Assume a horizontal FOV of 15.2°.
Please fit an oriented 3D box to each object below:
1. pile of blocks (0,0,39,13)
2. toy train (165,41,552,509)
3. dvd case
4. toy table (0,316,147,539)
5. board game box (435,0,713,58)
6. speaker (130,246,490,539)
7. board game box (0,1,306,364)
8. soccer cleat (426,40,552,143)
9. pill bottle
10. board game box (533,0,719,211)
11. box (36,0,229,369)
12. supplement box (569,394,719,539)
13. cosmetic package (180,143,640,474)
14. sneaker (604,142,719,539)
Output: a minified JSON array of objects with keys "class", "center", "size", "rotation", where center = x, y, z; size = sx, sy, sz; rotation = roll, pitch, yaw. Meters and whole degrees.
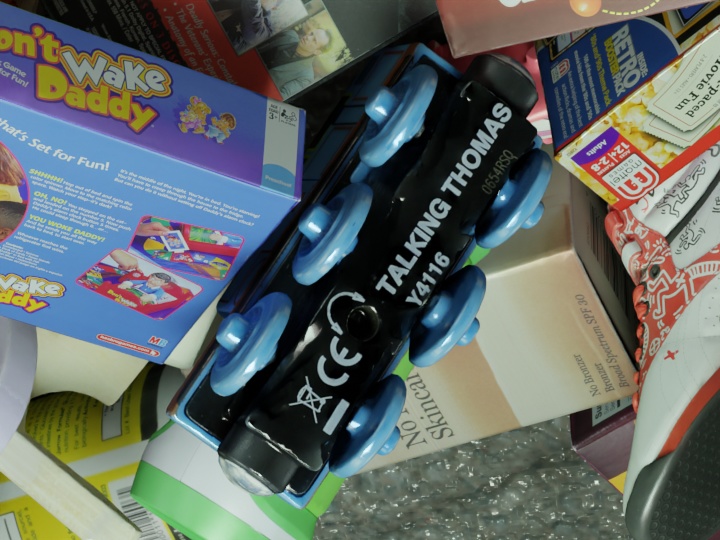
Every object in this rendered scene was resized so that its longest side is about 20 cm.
[{"class":"pile of blocks","center":[-0.110,-0.154,1.042],"size":[0.082,0.062,0.200],"rotation":[44,89,-10]},{"class":"toy train","center":[0.000,0.000,1.078],"size":[0.086,0.114,0.201],"rotation":[35,81,-15]},{"class":"dvd case","center":[-0.037,-0.147,1.095],"size":[0.199,0.022,0.147],"rotation":[-31,100,-2]},{"class":"toy table","center":[-0.181,0.066,1.242],"size":[0.184,0.200,0.117],"rotation":[-44,128,5]},{"class":"board game box","center":[0.111,-0.148,0.999],"size":[0.199,0.019,0.104],"rotation":[-11,109,25]},{"class":"speaker","center":[-0.017,0.032,1.174],"size":[0.088,0.088,0.201],"rotation":[36,81,-24]},{"class":"board game box","center":[-0.139,-0.040,1.047],"size":[0.199,0.045,0.135],"rotation":[18,142,-21]},{"class":"soccer cleat","center":[0.112,-0.083,1.203],"size":[0.199,0.067,0.077],"rotation":[-17,137,17]},{"class":"pill bottle","center":[-0.147,0.119,1.358],"size":[0.199,0.113,0.113],"rotation":[-17,127,18]},{"class":"board game box","center":[0.155,-0.138,1.081],"size":[0.200,0.152,0.046],"rotation":[-37,125,26]},{"class":"box","center":[-0.150,-0.057,1.170],"size":[0.199,0.128,0.109],"rotation":[18,111,-22]},{"class":"supplement box","center":[0.208,0.043,1.285],"size":[0.199,0.086,0.110],"rotation":[-32,122,28]},{"class":"cosmetic package","center":[0.026,0.023,1.280],"size":[0.199,0.088,0.104],"rotation":[-18,129,19]},{"class":"sneaker","center":[0.147,0.022,1.212],"size":[0.067,0.108,0.202],"rotation":[29,86,-45]}]
